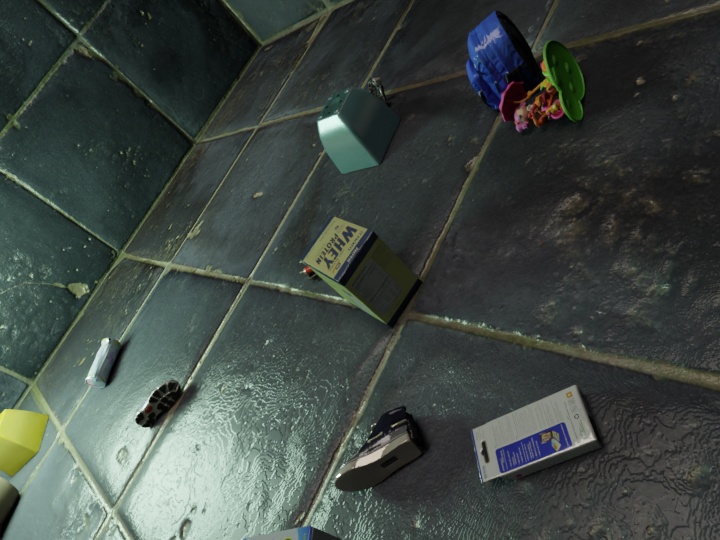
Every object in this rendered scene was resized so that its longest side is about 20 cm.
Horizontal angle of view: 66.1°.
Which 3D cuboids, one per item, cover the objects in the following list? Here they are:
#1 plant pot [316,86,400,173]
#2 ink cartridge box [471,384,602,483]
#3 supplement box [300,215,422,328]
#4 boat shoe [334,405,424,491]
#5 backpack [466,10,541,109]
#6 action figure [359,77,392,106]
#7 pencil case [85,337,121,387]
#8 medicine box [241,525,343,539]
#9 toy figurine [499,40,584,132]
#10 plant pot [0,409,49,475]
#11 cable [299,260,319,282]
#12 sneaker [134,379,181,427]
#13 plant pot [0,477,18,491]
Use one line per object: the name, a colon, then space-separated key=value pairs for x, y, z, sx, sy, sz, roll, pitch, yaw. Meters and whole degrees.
plant pot: x=-0.026 y=-0.465 z=1.778 sx=0.193 sy=0.199 sz=0.200 roll=-3 pitch=56 yaw=47
ink cartridge box: x=0.276 y=0.268 z=0.889 sx=0.197 sy=0.037 sz=0.096 roll=-30 pitch=40 yaw=23
supplement box: x=0.000 y=0.000 z=1.310 sx=0.136 sy=0.199 sz=0.199 roll=-53 pitch=35 yaw=-8
boat shoe: x=0.032 y=0.345 z=1.074 sx=0.197 sy=0.075 sz=0.094 roll=-31 pitch=31 yaw=13
backpack: x=0.350 y=-0.530 z=1.407 sx=0.166 sy=0.199 sz=0.165 roll=-32 pitch=38 yaw=22
action figure: x=0.035 y=-0.603 z=1.926 sx=0.117 sy=0.103 sz=0.202 roll=-31 pitch=35 yaw=6
pencil case: x=-1.051 y=0.377 z=2.265 sx=0.091 sy=0.081 sz=0.204 roll=-46 pitch=28 yaw=46
medicine box: x=-0.138 y=0.587 z=1.004 sx=0.197 sy=0.103 sz=0.186 roll=-25 pitch=41 yaw=30
toy figurine: x=0.415 y=-0.400 z=1.310 sx=0.183 sy=0.147 sz=0.206 roll=-27 pitch=63 yaw=50
plant pot: x=-1.498 y=0.718 z=2.376 sx=0.199 sy=0.176 sz=0.202 roll=-39 pitch=36 yaw=13
cable: x=-0.098 y=-0.033 z=1.585 sx=0.197 sy=0.050 sz=0.099 roll=-23 pitch=43 yaw=36
sneaker: x=-0.660 y=0.415 z=1.789 sx=0.199 sy=0.080 sz=0.084 roll=-42 pitch=29 yaw=13
plant pot: x=-1.437 y=0.907 z=2.143 sx=0.197 sy=0.202 sz=0.176 roll=-17 pitch=28 yaw=38
